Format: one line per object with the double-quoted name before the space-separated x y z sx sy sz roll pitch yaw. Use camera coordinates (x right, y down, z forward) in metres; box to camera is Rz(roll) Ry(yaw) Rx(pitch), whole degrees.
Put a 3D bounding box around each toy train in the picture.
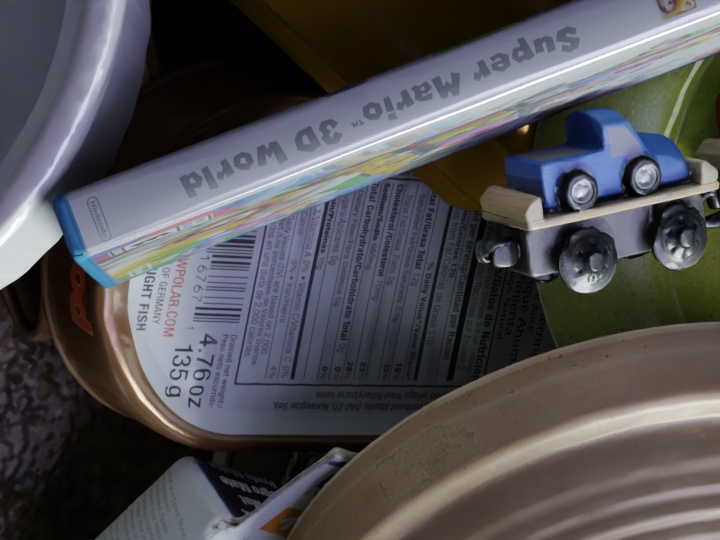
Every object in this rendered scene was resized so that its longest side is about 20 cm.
"toy train" 0.121 -0.035 0.810 0.200 0.034 0.046 -15 104 -22

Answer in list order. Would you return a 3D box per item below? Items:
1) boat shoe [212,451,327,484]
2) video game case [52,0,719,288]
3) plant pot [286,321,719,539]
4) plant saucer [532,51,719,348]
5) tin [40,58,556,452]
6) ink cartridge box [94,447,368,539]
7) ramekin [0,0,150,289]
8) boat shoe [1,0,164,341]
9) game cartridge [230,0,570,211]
"boat shoe" 0.010 0.034 0.954 0.072 0.060 0.202 19 94 -38
"video game case" 0.023 -0.041 0.736 0.200 0.143 0.018 -21 88 -3
"plant pot" 0.082 0.110 0.835 0.201 0.093 0.201 -10 142 -8
"plant saucer" 0.144 -0.025 0.859 0.200 0.031 0.200 -6 104 -25
"tin" 0.000 0.000 0.873 0.200 0.042 0.112 2 109 -37
"ink cartridge box" -0.003 0.118 0.923 0.199 0.041 0.200 21 130 -38
"ramekin" -0.146 -0.071 0.727 0.201 0.200 0.098 -62 172 -1
"boat shoe" -0.104 -0.068 0.835 0.072 0.072 0.200 -32 128 -24
"game cartridge" 0.031 -0.147 0.824 0.176 0.032 0.200 42 75 -22
